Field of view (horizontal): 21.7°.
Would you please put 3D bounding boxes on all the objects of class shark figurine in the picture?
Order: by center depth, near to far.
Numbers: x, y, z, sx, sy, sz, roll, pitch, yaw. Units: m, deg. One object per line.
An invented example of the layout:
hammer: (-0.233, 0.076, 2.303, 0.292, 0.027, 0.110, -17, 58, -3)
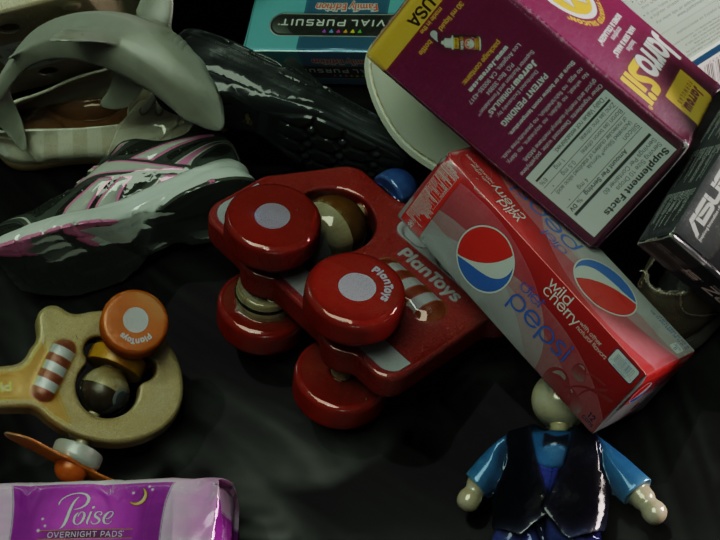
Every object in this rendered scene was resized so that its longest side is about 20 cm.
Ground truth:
shark figurine: (-0.207, -0.151, 1.328, 0.214, 0.089, 0.128, -4, 96, 25)

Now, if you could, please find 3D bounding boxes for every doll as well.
doll: (0.127, 0.155, 1.202, 0.136, 0.048, 0.200, -2, 56, 14)

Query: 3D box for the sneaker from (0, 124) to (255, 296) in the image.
sneaker: (-0.177, -0.049, 1.380, 0.200, 0.080, 0.086, -16, 51, -7)

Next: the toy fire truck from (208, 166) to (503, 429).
toy fire truck: (0.000, 0.000, 1.295, 0.168, 0.112, 0.200, -30, 57, -31)

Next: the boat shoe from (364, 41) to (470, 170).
boat shoe: (0.083, -0.096, 1.328, 0.200, 0.062, 0.075, 42, 111, 22)

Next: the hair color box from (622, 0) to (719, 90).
hair color box: (0.211, -0.217, 1.371, 0.100, 0.061, 0.200, -32, 60, -2)

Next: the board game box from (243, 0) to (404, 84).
board game box: (0.004, -0.237, 1.441, 0.151, 0.047, 0.200, 3, 64, 16)

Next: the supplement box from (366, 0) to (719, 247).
supplement box: (0.124, -0.133, 1.252, 0.200, 0.131, 0.103, 40, 120, -2)

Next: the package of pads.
package of pads: (-0.180, 0.199, 1.238, 0.200, 0.076, 0.121, -3, 63, 12)

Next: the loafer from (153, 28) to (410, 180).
loafer: (-0.053, -0.125, 1.370, 0.200, 0.068, 0.070, 22, 55, 5)

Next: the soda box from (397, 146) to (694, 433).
soda box: (0.121, 0.007, 1.233, 0.200, 0.070, 0.063, 49, 126, 17)

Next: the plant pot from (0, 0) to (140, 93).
plant pot: (-0.263, -0.246, 1.437, 0.200, 0.200, 0.177, -13, 71, 7)

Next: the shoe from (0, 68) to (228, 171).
shoe: (-0.188, -0.117, 1.421, 0.200, 0.053, 0.070, -10, 61, 9)

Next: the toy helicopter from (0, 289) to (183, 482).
toy helicopter: (-0.220, 0.090, 1.281, 0.200, 0.079, 0.132, -3, 75, -14)

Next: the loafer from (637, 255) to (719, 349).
loafer: (0.253, -0.035, 1.258, 0.073, 0.071, 0.200, 27, 72, 25)

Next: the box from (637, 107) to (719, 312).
box: (0.294, -0.050, 1.222, 0.161, 0.049, 0.200, 38, 73, -13)
